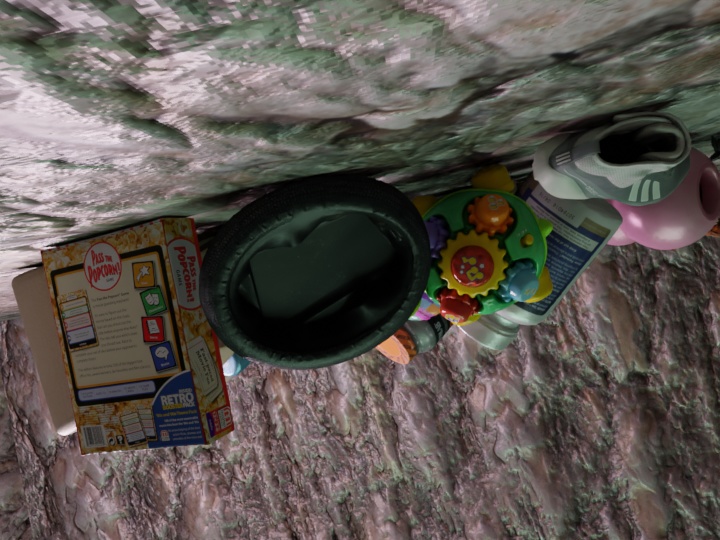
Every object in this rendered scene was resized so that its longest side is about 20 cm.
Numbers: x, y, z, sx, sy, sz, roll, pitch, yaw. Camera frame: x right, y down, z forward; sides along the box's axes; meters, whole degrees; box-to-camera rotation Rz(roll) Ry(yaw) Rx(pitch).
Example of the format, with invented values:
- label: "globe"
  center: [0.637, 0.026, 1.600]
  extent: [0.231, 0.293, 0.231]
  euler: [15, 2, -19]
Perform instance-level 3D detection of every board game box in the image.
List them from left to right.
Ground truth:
- label: "board game box"
  center: [-0.209, 0.064, 0.582]
  extent: [0.151, 0.201, 0.046]
  euler: [-10, -179, 22]

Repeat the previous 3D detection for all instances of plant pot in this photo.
- label: "plant pot"
  center: [-0.264, 0.060, 0.767]
  extent: [0.177, 0.200, 0.200]
  euler: [-24, 173, 35]

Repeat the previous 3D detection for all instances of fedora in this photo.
- label: "fedora"
  center: [-0.042, -0.008, 0.554]
  extent: [0.200, 0.201, 0.092]
  euler: [-11, -150, -10]

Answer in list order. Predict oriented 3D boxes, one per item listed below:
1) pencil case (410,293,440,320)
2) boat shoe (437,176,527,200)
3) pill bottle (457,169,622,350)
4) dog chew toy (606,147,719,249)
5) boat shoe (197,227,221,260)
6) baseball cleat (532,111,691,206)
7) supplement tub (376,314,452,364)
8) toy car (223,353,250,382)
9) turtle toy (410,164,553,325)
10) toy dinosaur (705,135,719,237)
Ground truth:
- label: "pencil case"
  center: [0.026, -0.004, 0.714]
  extent: [0.088, 0.089, 0.200]
  euler: [-11, 154, 39]
- label: "boat shoe"
  center: [0.173, -0.077, 0.802]
  extent: [0.200, 0.076, 0.072]
  euler: [-14, 176, 23]
- label: "pill bottle"
  center: [0.188, -0.010, 0.708]
  extent: [0.111, 0.111, 0.200]
  euler: [-11, 138, -58]
- label: "dog chew toy"
  center: [0.331, -0.086, 0.777]
  extent: [0.124, 0.125, 0.200]
  euler: [-11, -174, -36]
- label: "boat shoe"
  center: [-0.151, -0.025, 0.711]
  extent: [0.075, 0.075, 0.202]
  euler: [26, -158, 18]
- label: "baseball cleat"
  center: [0.238, -0.090, 0.518]
  extent: [0.200, 0.070, 0.106]
  euler: [-12, -179, -32]
- label: "supplement tub"
  center: [0.098, 0.038, 0.947]
  extent: [0.200, 0.123, 0.122]
  euler: [-46, -165, -21]
- label: "toy car"
  center: [-0.220, 0.058, 0.950]
  extent: [0.177, 0.200, 0.184]
  euler: [-41, 179, 36]
- label: "turtle toy"
  center: [0.091, -0.006, 0.614]
  extent: [0.200, 0.146, 0.101]
  euler: [-22, -171, 19]
- label: "toy dinosaur"
  center: [0.449, -0.094, 0.800]
  extent: [0.200, 0.136, 0.102]
  euler: [30, -152, 9]
